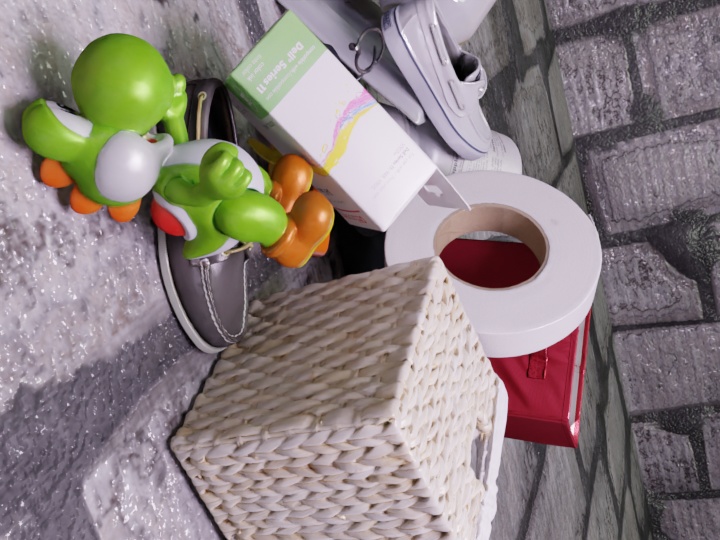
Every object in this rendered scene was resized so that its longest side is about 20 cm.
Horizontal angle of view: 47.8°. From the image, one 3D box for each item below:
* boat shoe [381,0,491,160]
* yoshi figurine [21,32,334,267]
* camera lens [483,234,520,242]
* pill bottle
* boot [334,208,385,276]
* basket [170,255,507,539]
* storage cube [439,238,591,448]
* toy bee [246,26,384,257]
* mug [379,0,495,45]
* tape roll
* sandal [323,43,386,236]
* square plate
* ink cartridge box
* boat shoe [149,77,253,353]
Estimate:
[{"bbox_3d":[0.095,-0.189,0.822,0.200,0.064,0.075,43,39,-43],"label":"boat shoe"},{"bbox_3d":[-0.109,-0.082,0.523,0.197,0.112,0.114,19,66,-32],"label":"yoshi figurine"},{"bbox_3d":[0.190,0.055,1.140,0.200,0.157,0.163,-51,128,-59],"label":"camera lens"},{"bbox_3d":[0.080,-0.125,0.938,0.197,0.114,0.117,12,67,-32],"label":"pill bottle"},{"bbox_3d":[0.001,0.000,0.843,0.197,0.072,0.166,10,70,-65],"label":"boot"},{"bbox_3d":[-0.005,0.119,0.633,0.163,0.197,0.199,64,28,-27],"label":"basket"},{"bbox_3d":[0.144,0.076,0.855,0.200,0.176,0.174,48,50,-63],"label":"storage cube"},{"bbox_3d":[-0.052,-0.120,0.755,0.203,0.107,0.131,-63,149,-13],"label":"toy bee"},{"bbox_3d":[0.103,-0.314,0.877,0.186,0.148,0.155,36,77,-41],"label":"mug"},{"bbox_3d":[0.120,-0.012,0.749,0.037,0.198,0.205,87,12,-49],"label":"tape roll"},{"bbox_3d":[-0.012,-0.130,0.820,0.042,0.076,0.204,-15,82,-42],"label":"sandal"},{"bbox_3d":[0.024,-0.249,0.903,0.198,0.029,0.200,42,28,3],"label":"square plate"},{"bbox_3d":[-0.015,-0.097,0.640,0.200,0.067,0.117,44,-5,-14],"label":"ink cartridge box"},{"bbox_3d":[-0.113,-0.040,0.612,0.071,0.060,0.206,-18,98,-65],"label":"boat shoe"}]
